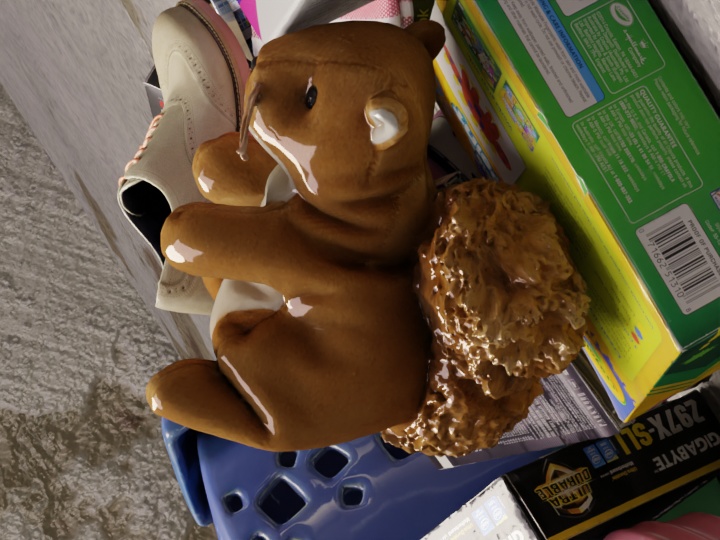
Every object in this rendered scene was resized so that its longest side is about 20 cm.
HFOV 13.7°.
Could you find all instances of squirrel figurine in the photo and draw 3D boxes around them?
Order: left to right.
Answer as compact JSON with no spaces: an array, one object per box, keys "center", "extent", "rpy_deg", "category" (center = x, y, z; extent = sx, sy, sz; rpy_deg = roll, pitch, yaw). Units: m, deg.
[{"center":[0.014,-0.016,1.345],"extent":[0.200,0.142,0.187],"rpy_deg":[21,118,8],"category":"squirrel figurine"}]

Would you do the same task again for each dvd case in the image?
[{"center":[0.045,0.030,1.511],"extent":[0.149,0.016,0.200],"rpy_deg":[54,154,-8],"category":"dvd case"}]

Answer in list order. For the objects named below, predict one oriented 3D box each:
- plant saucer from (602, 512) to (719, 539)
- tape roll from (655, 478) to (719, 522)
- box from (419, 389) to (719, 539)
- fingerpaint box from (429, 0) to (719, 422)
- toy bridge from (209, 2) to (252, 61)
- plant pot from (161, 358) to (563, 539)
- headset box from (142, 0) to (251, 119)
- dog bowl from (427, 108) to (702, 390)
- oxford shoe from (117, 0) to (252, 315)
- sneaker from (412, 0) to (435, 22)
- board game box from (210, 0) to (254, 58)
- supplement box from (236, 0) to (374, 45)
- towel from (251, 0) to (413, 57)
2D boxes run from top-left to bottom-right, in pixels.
[{"center":[0.208,0.187,1.501],"extent":[0.200,0.051,0.201],"rpy_deg":[38,167,11],"category":"plant saucer"},{"center":[0.169,0.147,1.714],"extent":[0.201,0.048,0.200],"rpy_deg":[57,170,16],"category":"tape roll"},{"center":[0.081,0.147,1.576],"extent":[0.200,0.160,0.049],"rpy_deg":[-43,72,43],"category":"box"},{"center":[0.110,-0.048,1.351],"extent":[0.200,0.073,0.167],"rpy_deg":[60,170,11],"category":"fingerpaint box"},{"center":[-0.061,-0.134,1.691],"extent":[0.067,0.027,0.200],"rpy_deg":[29,-140,-55],"category":"toy bridge"},{"center":[-0.004,0.125,1.770],"extent":[0.180,0.200,0.200],"rpy_deg":[53,170,20],"category":"plant pot"},{"center":[-0.047,-0.083,1.876],"extent":[0.149,0.077,0.200],"rpy_deg":[26,163,11],"category":"headset box"},{"center":[0.088,-0.002,1.552],"extent":[0.200,0.074,0.200],"rpy_deg":[54,173,10],"category":"dog bowl"},{"center":[-0.089,-0.062,1.524],"extent":[0.071,0.074,0.200],"rpy_deg":[98,161,-47],"category":"oxford shoe"},{"center":[0.001,-0.160,1.539],"extent":[0.200,0.085,0.075],"rpy_deg":[52,167,38],"category":"sneaker"},{"center":[-0.053,-0.185,1.635],"extent":[0.200,0.062,0.200],"rpy_deg":[65,-162,3],"category":"board game box"},{"center":[0.000,-0.189,1.277],"extent":[0.101,0.103,0.200],"rpy_deg":[58,158,8],"category":"supplement box"},{"center":[-0.009,-0.106,1.466],"extent":[0.146,0.030,0.200],"rpy_deg":[14,109,62],"category":"towel"}]
